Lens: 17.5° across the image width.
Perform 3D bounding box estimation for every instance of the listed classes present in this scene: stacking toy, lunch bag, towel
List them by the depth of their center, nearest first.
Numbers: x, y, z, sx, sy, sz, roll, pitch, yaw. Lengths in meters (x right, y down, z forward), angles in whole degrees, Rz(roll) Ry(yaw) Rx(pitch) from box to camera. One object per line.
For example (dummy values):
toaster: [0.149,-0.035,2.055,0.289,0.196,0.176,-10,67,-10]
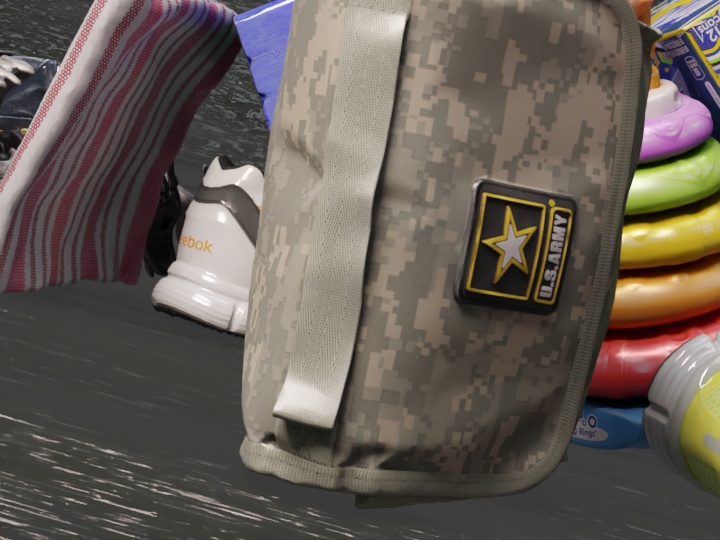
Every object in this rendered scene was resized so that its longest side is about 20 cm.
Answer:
lunch bag: [0.025,-0.016,0.746,0.117,0.164,0.200,11,4,13]
stacking toy: [0.112,-0.036,0.946,0.110,0.200,0.116,-20,20,-33]
towel: [-0.105,-0.057,1.030,0.030,0.147,0.200,27,6,8]

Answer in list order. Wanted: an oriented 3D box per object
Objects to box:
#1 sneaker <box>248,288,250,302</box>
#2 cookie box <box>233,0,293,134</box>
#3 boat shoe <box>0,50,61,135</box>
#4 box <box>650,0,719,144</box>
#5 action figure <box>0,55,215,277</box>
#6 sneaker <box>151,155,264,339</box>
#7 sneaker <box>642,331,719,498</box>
sneaker: [0.024,0.011,1.001,0.089,0.079,0.200,19,6,31]
cookie box: [0.034,-0.116,1.108,0.171,0.075,0.200,-21,5,4]
boat shoe: [-0.254,-0.102,1.498,0.200,0.091,0.071,11,5,-39]
box: [0.156,-0.089,1.039,0.064,0.070,0.200,57,-7,-5]
action figure: [-0.160,-0.064,1.248,0.200,0.102,0.119,18,17,32]
sneaker: [0.000,0.000,1.074,0.200,0.080,0.074,13,1,-43]
sneaker: [0.203,0.077,0.827,0.200,0.078,0.090,7,14,-16]
